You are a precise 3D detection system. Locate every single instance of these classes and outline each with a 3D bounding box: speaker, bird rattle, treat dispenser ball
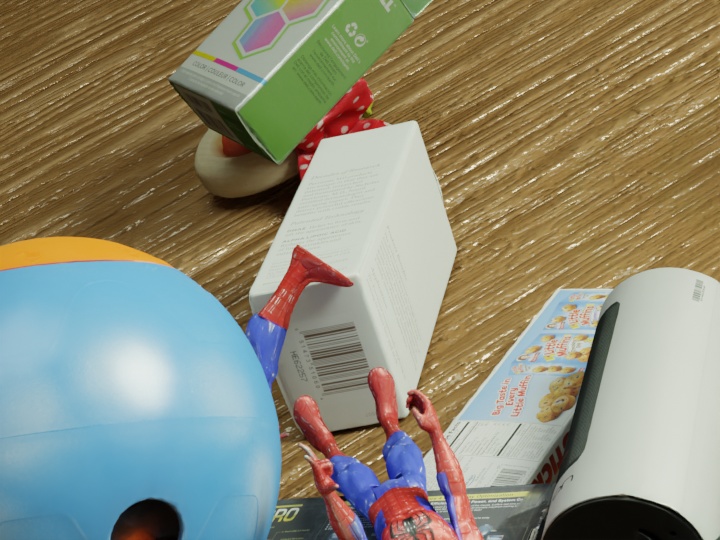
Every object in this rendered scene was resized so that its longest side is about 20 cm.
[{"bbox_3d":[0.140,0.082,0.936,0.081,0.081,0.200,-10,28,22],"label":"speaker"},{"bbox_3d":[-0.049,-0.103,1.469,0.163,0.113,0.200,-26,36,15],"label":"bird rattle"},{"bbox_3d":[-0.136,0.085,0.887,0.200,0.202,0.201,-17,25,8],"label":"treat dispenser ball"}]

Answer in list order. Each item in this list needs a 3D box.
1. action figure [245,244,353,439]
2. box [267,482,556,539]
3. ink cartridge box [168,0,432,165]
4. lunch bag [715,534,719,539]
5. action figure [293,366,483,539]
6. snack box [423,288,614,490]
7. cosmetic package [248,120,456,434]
[{"bbox_3d":[-0.068,0.084,1.037,0.200,0.052,0.065,-57,1,-1],"label":"action figure"},{"bbox_3d":[-0.013,0.169,0.915,0.199,0.049,0.161,-7,30,27],"label":"box"},{"bbox_3d":[-0.033,-0.176,1.391,0.200,0.059,0.104,-47,37,-10],"label":"ink cartridge box"},{"bbox_3d":[0.250,0.102,0.770,0.170,0.122,0.200,-31,19,-16],"label":"lunch bag"},{"bbox_3d":[0.006,0.084,0.908,0.065,0.099,0.200,-22,27,-5],"label":"action figure"},{"bbox_3d":[0.098,0.071,1.052,0.072,0.024,0.200,-1,32,37],"label":"snack box"},{"bbox_3d":[0.000,0.000,1.179,0.074,0.102,0.200,-10,26,17],"label":"cosmetic package"}]
